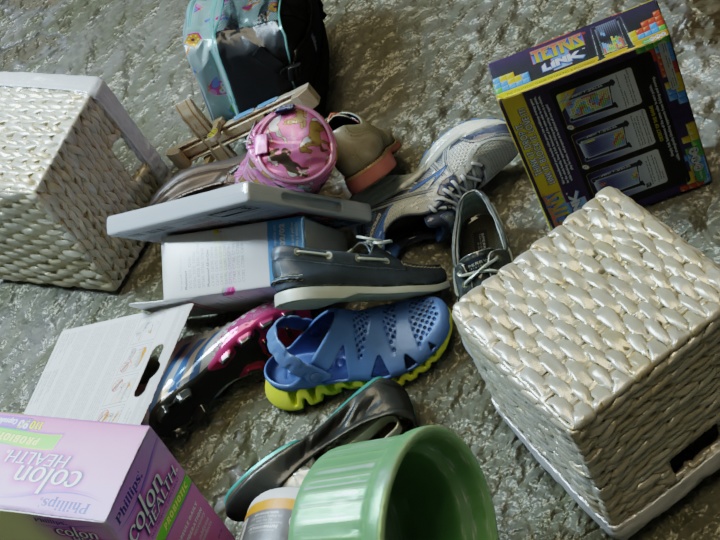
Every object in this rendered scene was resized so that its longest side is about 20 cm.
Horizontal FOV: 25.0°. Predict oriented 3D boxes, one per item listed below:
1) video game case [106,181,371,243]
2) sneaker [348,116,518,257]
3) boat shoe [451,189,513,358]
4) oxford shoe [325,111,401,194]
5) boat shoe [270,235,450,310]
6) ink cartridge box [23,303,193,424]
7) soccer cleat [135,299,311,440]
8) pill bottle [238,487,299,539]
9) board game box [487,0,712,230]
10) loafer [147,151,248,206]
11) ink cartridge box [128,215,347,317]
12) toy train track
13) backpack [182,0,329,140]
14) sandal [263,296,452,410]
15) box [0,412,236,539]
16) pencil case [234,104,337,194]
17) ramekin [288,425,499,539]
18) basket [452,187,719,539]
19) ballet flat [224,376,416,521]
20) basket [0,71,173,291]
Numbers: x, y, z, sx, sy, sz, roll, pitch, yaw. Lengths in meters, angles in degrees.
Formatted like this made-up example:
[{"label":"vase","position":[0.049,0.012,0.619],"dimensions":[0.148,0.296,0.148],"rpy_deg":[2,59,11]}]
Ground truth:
[{"label":"video game case","position":[-0.120,-0.051,1.606],"dimensions":[0.198,0.181,0.023],"rpy_deg":[-12,78,39]},{"label":"sneaker","position":[0.084,-0.072,1.625],"dimensions":[0.199,0.077,0.086],"rpy_deg":[-34,44,10]},{"label":"boat shoe","position":[0.114,0.008,1.533],"dimensions":[0.071,0.071,0.201],"rpy_deg":[-20,45,10]},{"label":"oxford shoe","position":[-0.004,-0.136,1.671],"dimensions":[0.070,0.075,0.200],"rpy_deg":[-34,11,3]},{"label":"boat shoe","position":[0.000,0.000,1.531],"dimensions":[0.075,0.198,0.063],"rpy_deg":[-20,76,57]},{"label":"ink cartridge box","position":[-0.249,0.121,1.606],"dimensions":[0.198,0.050,0.162],"rpy_deg":[-11,45,37]},{"label":"soccer cleat","position":[-0.143,0.080,1.602],"dimensions":[0.199,0.070,0.086],"rpy_deg":[-37,45,-7]},{"label":"pill bottle","position":[-0.064,0.292,1.339],"dimensions":[0.115,0.117,0.202],"rpy_deg":[-3,50,25]},{"label":"board game box","position":[0.226,-0.137,1.511],"dimensions":[0.163,0.201,0.057],"rpy_deg":[-19,46,10]},{"label":"loafer","position":[-0.140,-0.077,1.738],"dimensions":[0.198,0.073,0.071],"rpy_deg":[-26,43,5]},{"label":"ink cartridge box","position":[-0.122,-0.001,1.622],"dimensions":[0.197,0.115,0.069],"rpy_deg":[-8,79,21]},{"label":"toy train track","position":[-0.130,-0.148,1.749],"dimensions":[0.198,0.115,0.033],"rpy_deg":[-22,35,29]},{"label":"backpack","position":[-0.110,-0.252,1.809],"dimensions":[0.151,0.177,0.202],"rpy_deg":[-5,45,18]},{"label":"sandal","position":[-0.009,0.068,1.534],"dimensions":[0.198,0.088,0.080],"rpy_deg":[-20,43,8]},{"label":"box","position":[-0.229,0.225,1.425],"dimensions":[0.174,0.201,0.097],"rpy_deg":[2,52,29]},{"label":"pencil case","position":[-0.077,-0.103,1.615],"dimensions":[0.083,0.200,0.087],"rpy_deg":[-39,88,-12]},{"label":"ramekin","position":[0.026,0.228,1.297],"dimensions":[0.097,0.201,0.202],"rpy_deg":[-8,47,30]},{"label":"basket","position":[0.214,0.070,1.353],"dimensions":[0.197,0.161,0.200],"rpy_deg":[-37,42,-6]},{"label":"ballet flat","position":[-0.032,0.173,1.467],"dimensions":[0.199,0.068,0.068],"rpy_deg":[-38,53,-8]},{"label":"basket","position":[-0.341,-0.096,1.776],"dimensions":[0.198,0.199,0.162],"rpy_deg":[5,57,30]}]
